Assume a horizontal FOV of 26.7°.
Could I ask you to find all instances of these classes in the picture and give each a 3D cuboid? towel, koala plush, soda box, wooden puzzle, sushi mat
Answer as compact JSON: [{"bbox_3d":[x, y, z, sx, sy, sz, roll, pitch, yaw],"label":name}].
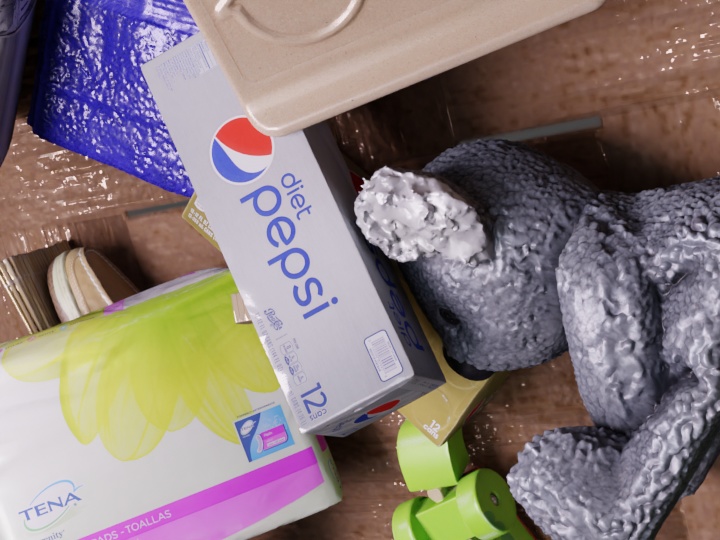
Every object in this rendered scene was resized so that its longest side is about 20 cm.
[{"bbox_3d":[-0.129,-0.150,0.877,0.147,0.049,0.202,23,118,24],"label":"towel"},{"bbox_3d":[0.100,0.003,0.731,0.199,0.177,0.185,32,110,18],"label":"koala plush"},{"bbox_3d":[0.000,0.000,0.845,0.200,0.064,0.068,41,123,12],"label":"soda box"},{"bbox_3d":[-0.004,-0.176,0.652,0.183,0.047,0.201,-21,123,10],"label":"wooden puzzle"},{"bbox_3d":[-0.160,0.076,0.957,0.012,0.096,0.202,-27,93,16],"label":"sushi mat"},{"bbox_3d":[-0.032,-0.022,0.740,0.063,0.068,0.202,-28,76,12],"label":"soda box"}]

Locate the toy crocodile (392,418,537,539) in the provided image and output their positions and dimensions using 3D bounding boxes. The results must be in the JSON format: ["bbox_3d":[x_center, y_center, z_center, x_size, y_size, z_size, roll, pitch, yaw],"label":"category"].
[{"bbox_3d":[0.081,0.169,0.868,0.067,0.062,0.201,-30,95,36],"label":"toy crocodile"}]

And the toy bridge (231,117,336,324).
[{"bbox_3d":[-0.047,-0.069,0.804,0.066,0.027,0.203,-11,85,11],"label":"toy bridge"}]

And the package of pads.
[{"bbox_3d":[-0.128,0.094,0.881,0.198,0.068,0.156,-21,92,-5],"label":"package of pads"}]

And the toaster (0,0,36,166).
[{"bbox_3d":[-0.251,-0.134,0.896,0.112,0.201,0.130,16,117,-11],"label":"toaster"}]

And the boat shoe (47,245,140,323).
[{"bbox_3d":[-0.113,0.060,0.946,0.076,0.072,0.201,-34,95,19],"label":"boat shoe"}]
